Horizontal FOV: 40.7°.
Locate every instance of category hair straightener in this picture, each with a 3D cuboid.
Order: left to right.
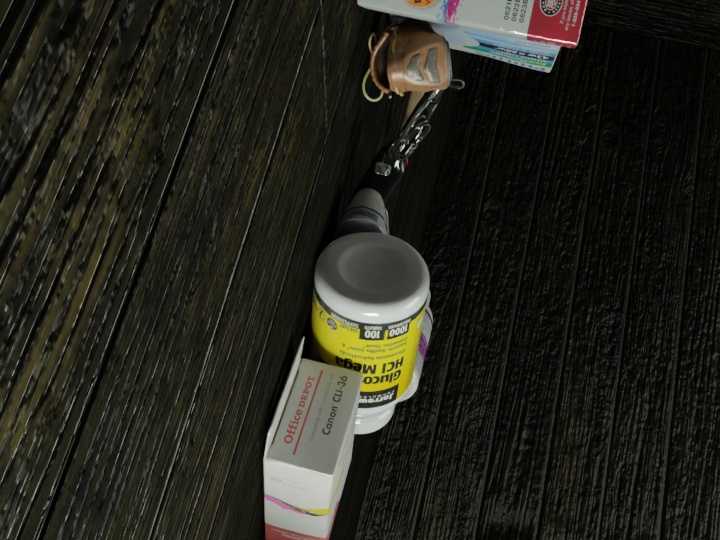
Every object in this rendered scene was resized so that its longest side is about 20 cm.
[{"bbox_3d":[0.044,-0.118,1.004,0.200,0.041,0.077,-50,-171,33],"label":"hair straightener"}]

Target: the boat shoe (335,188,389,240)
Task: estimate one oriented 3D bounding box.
[{"bbox_3d":[0.000,0.000,1.043,0.070,0.070,0.202,-76,171,-47],"label":"boat shoe"}]

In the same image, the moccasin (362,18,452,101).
[{"bbox_3d":[0.038,-0.206,0.961,0.202,0.077,0.075,-103,-175,-67],"label":"moccasin"}]

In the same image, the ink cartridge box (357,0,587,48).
[{"bbox_3d":[0.111,-0.290,0.870,0.145,0.197,0.147,-49,151,-72],"label":"ink cartridge box"}]

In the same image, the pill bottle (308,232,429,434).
[{"bbox_3d":[0.004,0.070,0.980,0.113,0.111,0.201,-72,171,-46],"label":"pill bottle"}]

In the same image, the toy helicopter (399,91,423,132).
[{"bbox_3d":[0.084,-0.260,1.283,0.132,0.078,0.202,-61,166,-68],"label":"toy helicopter"}]

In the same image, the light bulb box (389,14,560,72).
[{"bbox_3d":[0.135,-0.314,1.055,0.200,0.196,0.126,2,102,-83],"label":"light bulb box"}]

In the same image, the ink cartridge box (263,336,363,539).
[{"bbox_3d":[-0.045,0.169,0.924,0.201,0.067,0.117,95,9,-50],"label":"ink cartridge box"}]

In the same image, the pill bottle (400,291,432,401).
[{"bbox_3d":[0.056,0.103,1.562,0.201,0.111,0.113,-72,172,-45],"label":"pill bottle"}]
